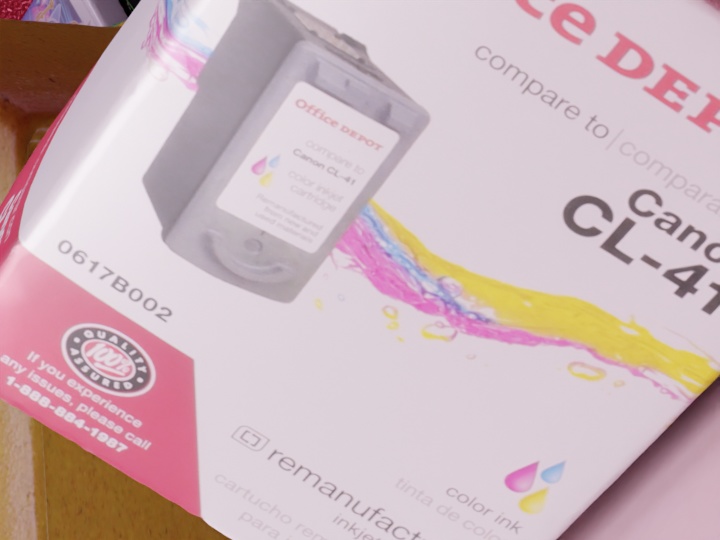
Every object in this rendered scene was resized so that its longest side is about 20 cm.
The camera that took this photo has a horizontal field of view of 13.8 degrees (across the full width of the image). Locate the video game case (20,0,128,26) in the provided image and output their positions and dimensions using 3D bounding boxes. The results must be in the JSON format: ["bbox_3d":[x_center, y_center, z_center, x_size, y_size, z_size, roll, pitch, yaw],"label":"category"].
[{"bbox_3d":[-0.127,0.000,1.142,0.200,0.018,0.143,-53,51,31],"label":"video game case"}]

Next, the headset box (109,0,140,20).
[{"bbox_3d":[-0.050,-0.064,1.208,0.174,0.093,0.200,-5,-38,-48],"label":"headset box"}]

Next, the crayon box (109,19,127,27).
[{"bbox_3d":[-0.009,-0.079,1.018,0.200,0.058,0.119,-21,8,-18],"label":"crayon box"}]

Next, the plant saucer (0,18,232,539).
[{"bbox_3d":[-0.065,0.028,0.824,0.048,0.201,0.200,-3,0,33],"label":"plant saucer"}]

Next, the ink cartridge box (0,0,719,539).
[{"bbox_3d":[0.017,-0.025,0.673,0.200,0.147,0.086,-50,12,40],"label":"ink cartridge box"}]
